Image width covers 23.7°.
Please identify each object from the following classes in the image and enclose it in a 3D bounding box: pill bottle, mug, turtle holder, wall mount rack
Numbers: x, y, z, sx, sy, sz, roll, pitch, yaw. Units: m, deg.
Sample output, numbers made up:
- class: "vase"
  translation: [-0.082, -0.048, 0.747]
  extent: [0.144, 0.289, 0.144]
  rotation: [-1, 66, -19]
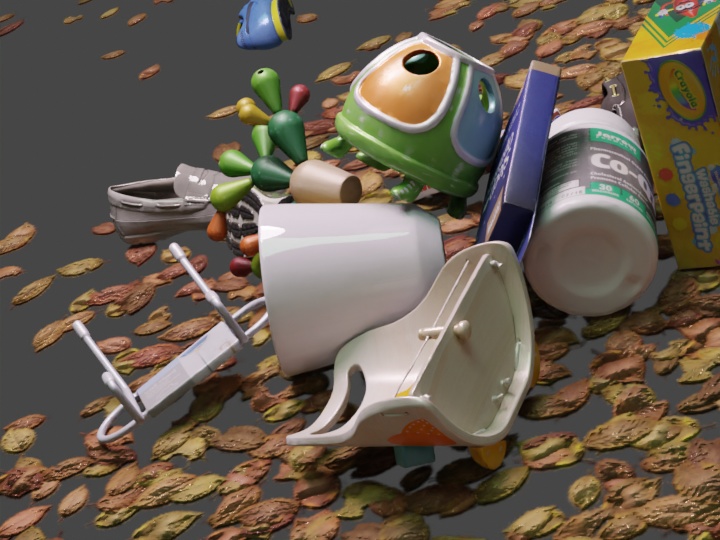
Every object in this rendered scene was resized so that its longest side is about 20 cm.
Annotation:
- class: "pill bottle"
  translation: [0.198, -0.057, 1.483]
  extent: [0.113, 0.113, 0.200]
  rotation: [-13, 28, 14]
- class: "mug"
  translation: [-0.001, -0.004, 1.497]
  extent: [0.153, 0.150, 0.187]
  rotation: [-9, 34, 4]
- class: "turtle holder"
  translation: [0.070, -0.128, 1.511]
  extent: [0.141, 0.185, 0.132]
  rotation: [40, 106, 53]
- class: "wall mount rack"
  translation: [-0.177, 0.058, 1.530]
  extent: [0.200, 0.075, 0.174]
  rotation: [-38, 21, -5]

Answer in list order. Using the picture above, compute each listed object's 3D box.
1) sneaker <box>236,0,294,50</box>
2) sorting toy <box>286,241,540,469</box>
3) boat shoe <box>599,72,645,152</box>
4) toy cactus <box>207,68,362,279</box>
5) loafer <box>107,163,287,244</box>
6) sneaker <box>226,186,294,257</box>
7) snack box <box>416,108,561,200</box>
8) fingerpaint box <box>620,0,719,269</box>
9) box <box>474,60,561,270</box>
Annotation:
- class: "sneaker"
  translation: [-0.134, -0.351, 2.321]
  extent: [0.078, 0.066, 0.200]
  rotation: [-19, 26, 11]
- class: "sorting toy"
  translation: [0.033, 0.089, 1.353]
  extent: [0.180, 0.107, 0.200]
  rotation: [-13, 29, 34]
- class: "boat shoe"
  translation: [0.261, -0.144, 1.659]
  extent: [0.060, 0.072, 0.201]
  rotation: [-16, 19, 16]
- class: "toy cactus"
  translation: [-0.063, -0.081, 1.590]
  extent: [0.165, 0.201, 0.102]
  rotation: [14, 8, 41]
- class: "loafer"
  translation: [-0.176, -0.080, 1.832]
  extent: [0.200, 0.070, 0.070]
  rotation: [-13, 27, 14]
- class: "sneaker"
  translation: [-0.066, -0.047, 1.725]
  extent: [0.088, 0.077, 0.200]
  rotation: [0, 9, -39]
- class: "snack box"
  translation: [0.117, -0.110, 1.661]
  extent: [0.072, 0.024, 0.200]
  rotation: [-34, 8, -28]
- class: "fingerpaint box"
  translation: [0.295, -0.130, 1.458]
  extent: [0.073, 0.200, 0.167]
  rotation: [-6, 30, 28]
- class: "box"
  translation: [0.128, -0.066, 1.449]
  extent: [0.032, 0.121, 0.200]
  rotation: [15, 52, -3]
